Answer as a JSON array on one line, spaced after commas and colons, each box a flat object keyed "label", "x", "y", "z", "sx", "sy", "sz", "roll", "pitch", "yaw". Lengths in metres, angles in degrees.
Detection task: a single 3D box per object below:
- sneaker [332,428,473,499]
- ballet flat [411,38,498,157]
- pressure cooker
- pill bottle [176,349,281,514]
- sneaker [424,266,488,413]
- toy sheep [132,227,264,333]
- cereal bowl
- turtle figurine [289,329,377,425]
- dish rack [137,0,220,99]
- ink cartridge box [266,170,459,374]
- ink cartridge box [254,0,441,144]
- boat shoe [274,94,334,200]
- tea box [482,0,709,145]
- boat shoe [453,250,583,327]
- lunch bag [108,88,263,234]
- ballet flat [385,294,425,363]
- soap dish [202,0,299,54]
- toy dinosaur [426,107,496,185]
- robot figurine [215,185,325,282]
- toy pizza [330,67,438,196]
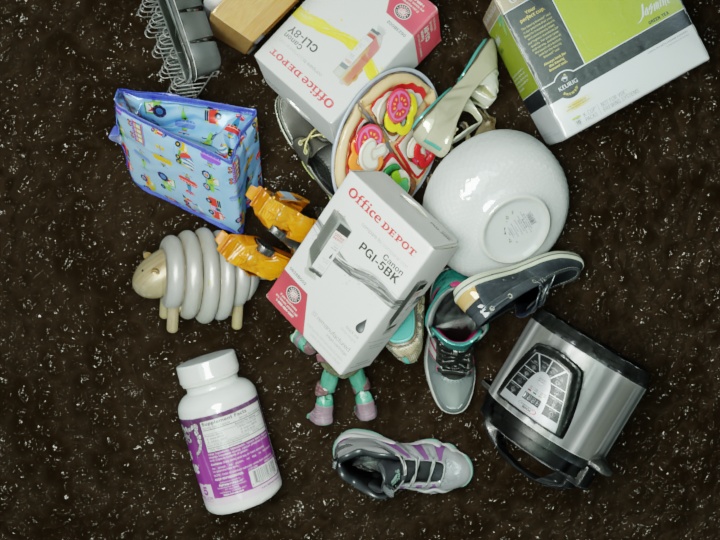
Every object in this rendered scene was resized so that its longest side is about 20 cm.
[{"label": "sneaker", "x": 0.056, "y": 0.273, "z": 1.118, "sx": 0.197, "sy": 0.140, "sz": 0.079, "roll": 6, "pitch": 95, "yaw": 3}, {"label": "ballet flat", "x": 0.138, "y": -0.220, "z": 1.079, "sx": 0.069, "sy": 0.070, "sz": 0.201, "roll": 39, "pitch": 63, "yaw": -1}, {"label": "pressure cooker", "x": 0.256, "y": 0.174, "z": 1.085, "sx": 0.177, "sy": 0.176, "sz": 0.202, "roll": 30, "pitch": 96, "yaw": -8}, {"label": "pill bottle", "x": -0.184, "y": 0.215, "z": 1.140, "sx": 0.111, "sy": 0.112, "sz": 0.203, "roll": -15, "pitch": 93, "yaw": 4}, {"label": "sneaker", "x": 0.126, "y": 0.101, "z": 1.111, "sx": 0.082, "sy": 0.121, "sz": 0.203, "roll": -2, "pitch": 95, "yaw": 3}, {"label": "toy sheep", "x": -0.204, "y": 0.009, "z": 1.120, "sx": 0.197, "sy": 0.137, "sz": 0.140, "roll": -3, "pitch": 95, "yaw": -26}, {"label": "cereal bowl", "x": 0.181, "y": -0.071, "z": 1.069, "sx": 0.197, "sy": 0.084, "sz": 0.203, "roll": -8, "pitch": 122, "yaw": -12}, {"label": "turtle figurine", "x": -0.027, "y": 0.104, "z": 1.134, "sx": 0.147, "sy": 0.101, "sz": 0.203, "roll": 0, "pitch": 103, "yaw": 9}, {"label": "dish rack", "x": -0.236, "y": -0.292, "z": 1.061, "sx": 0.054, "sy": 0.200, "sz": 0.155, "roll": -19, "pitch": 91, "yaw": -24}, {"label": "ink cartridge box", "x": 0.000, "y": 0.000, "z": 1.016, "sx": 0.147, "sy": 0.083, "sz": 0.201, "roll": 43, "pitch": 112, "yaw": 19}, {"label": "ink cartridge box", "x": -0.015, "y": -0.286, "z": 1.075, "sx": 0.145, "sy": 0.083, "sz": 0.200, "roll": 42, "pitch": 86, "yaw": 13}, {"label": "boat shoe", "x": -0.047, "y": -0.161, "z": 1.128, "sx": 0.071, "sy": 0.061, "sz": 0.202, "roll": -37, "pitch": 92, "yaw": 6}, {"label": "tea box", "x": 0.290, "y": -0.296, "z": 1.065, "sx": 0.198, "sy": 0.134, "sz": 0.199, "roll": -28, "pitch": 94, "yaw": 4}, {"label": "boat shoe", "x": 0.210, "y": 0.025, "z": 1.069, "sx": 0.198, "sy": 0.075, "sz": 0.063, "roll": -15, "pitch": 64, "yaw": -29}, {"label": "lunch bag", "x": -0.236, "y": -0.149, "z": 1.093, "sx": 0.197, "sy": 0.151, "sz": 0.095, "roll": 16, "pitch": 56, "yaw": 7}, {"label": "ballet flat", "x": 0.060, "y": 0.033, "z": 1.122, "sx": 0.067, "sy": 0.076, "sz": 0.202, "roll": -6, "pitch": 56, "yaw": 13}, {"label": "soap dish", "x": -0.120, "y": -0.348, "z": 1.045, "sx": 0.157, "sy": 0.200, "sz": 0.081, "roll": -45, "pitch": 104, "yaw": -2}, {"label": "toy dinosaur", "x": 0.144, "y": -0.121, "z": 1.112, "sx": 0.100, "sy": 0.058, "sz": 0.203, "roll": 6, "pitch": 93, "yaw": -30}, {"label": "robot figurine", "x": -0.089, "y": -0.035, "z": 1.092, "sx": 0.058, "sy": 0.199, "sz": 0.146, "roll": 43, "pitch": 101, "yaw": 33}, {"label": "toy pizza", "x": 0.042, "y": -0.156, "z": 1.070, "sx": 0.032, "sy": 0.199, "sz": 0.202, "roll": 29, "pitch": 96, "yaw": 38}]
